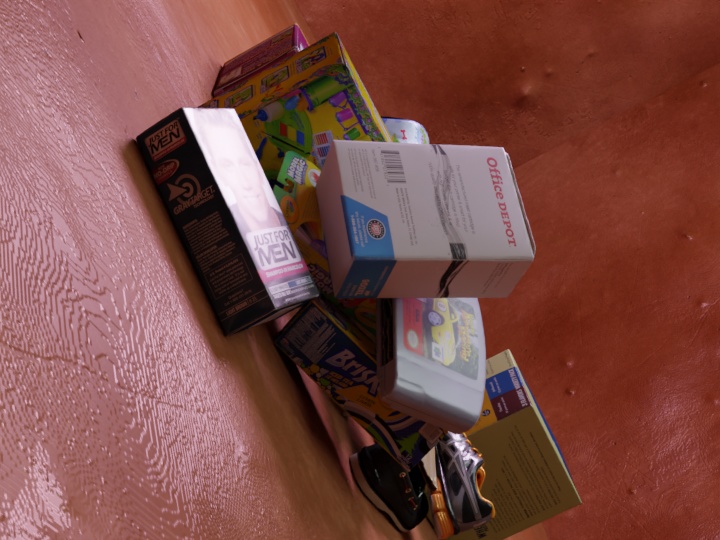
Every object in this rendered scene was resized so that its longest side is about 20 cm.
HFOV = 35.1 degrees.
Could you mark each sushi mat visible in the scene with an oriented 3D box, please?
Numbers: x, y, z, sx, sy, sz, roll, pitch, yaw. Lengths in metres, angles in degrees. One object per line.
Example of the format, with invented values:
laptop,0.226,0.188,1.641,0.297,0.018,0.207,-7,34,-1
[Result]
sushi mat,0.075,0.154,1.357,0.202,0.012,0.096,-87,158,-43

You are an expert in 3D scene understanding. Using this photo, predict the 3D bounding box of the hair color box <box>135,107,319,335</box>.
hair color box,-0.121,-0.049,1.057,0.202,0.060,0.100,64,23,4

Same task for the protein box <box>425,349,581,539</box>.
protein box,0.170,0.259,1.595,0.200,0.198,0.135,59,8,-29

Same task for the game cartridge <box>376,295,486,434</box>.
game cartridge,0.076,0.067,1.211,0.132,0.041,0.202,28,47,-34

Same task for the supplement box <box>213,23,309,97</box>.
supplement box,-0.119,-0.255,1.579,0.104,0.130,0.200,61,9,-20

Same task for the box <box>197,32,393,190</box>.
box,-0.062,-0.130,1.319,0.201,0.191,0.122,60,8,-28

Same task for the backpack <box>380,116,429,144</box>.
backpack,0.002,-0.132,1.653,0.183,0.197,0.149,89,1,-65

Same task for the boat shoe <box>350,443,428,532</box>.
boat shoe,0.050,0.251,1.330,0.074,0.063,0.202,67,6,32

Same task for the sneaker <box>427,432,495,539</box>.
sneaker,0.117,0.238,1.413,0.079,0.076,0.202,79,3,-51

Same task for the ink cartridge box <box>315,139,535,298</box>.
ink cartridge box,0.065,-0.051,1.184,0.084,0.197,0.146,117,-31,-54

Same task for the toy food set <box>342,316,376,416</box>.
toy food set,-0.003,0.052,1.360,0.060,0.143,0.202,11,46,-43

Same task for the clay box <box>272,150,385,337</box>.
clay box,-0.027,-0.029,1.238,0.199,0.047,0.116,39,39,-21

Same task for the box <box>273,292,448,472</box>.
box,0.003,0.116,1.212,0.200,0.064,0.070,45,9,-4
